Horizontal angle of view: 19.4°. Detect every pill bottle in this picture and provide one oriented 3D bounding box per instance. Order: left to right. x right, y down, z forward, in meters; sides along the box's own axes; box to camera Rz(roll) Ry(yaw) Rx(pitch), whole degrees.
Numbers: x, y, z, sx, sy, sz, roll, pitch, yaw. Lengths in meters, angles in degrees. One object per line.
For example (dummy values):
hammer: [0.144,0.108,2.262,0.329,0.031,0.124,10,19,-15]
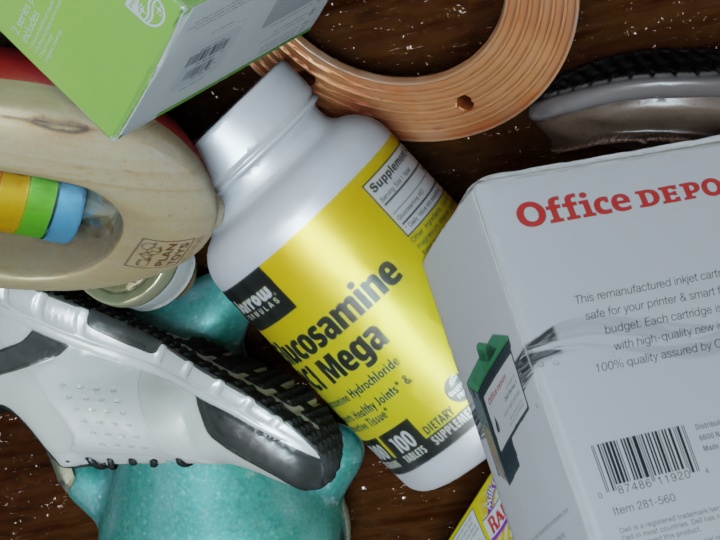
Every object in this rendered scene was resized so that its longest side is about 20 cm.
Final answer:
pill bottle: [0.000,0.000,1.013,0.112,0.112,0.200,-42,96,17]

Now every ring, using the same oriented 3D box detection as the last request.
ring: [0.008,-0.147,0.977,0.200,0.019,0.201,15,134,16]

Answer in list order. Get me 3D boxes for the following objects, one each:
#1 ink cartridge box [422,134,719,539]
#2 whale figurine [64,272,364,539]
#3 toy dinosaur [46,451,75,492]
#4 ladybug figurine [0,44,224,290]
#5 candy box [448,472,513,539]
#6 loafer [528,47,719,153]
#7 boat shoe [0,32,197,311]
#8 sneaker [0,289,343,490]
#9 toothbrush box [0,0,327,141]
ink cartridge box: [0.129,0.054,0.921,0.146,0.084,0.201,-9,68,-21]
whale figurine: [-0.078,0.101,1.060,0.159,0.104,0.201,-5,103,11]
toy dinosaur: [-0.212,0.024,1.082,0.200,0.047,0.088,31,110,10]
ladybug figurine: [-0.155,-0.049,0.929,0.199,0.072,0.136,12,145,-24]
candy box: [0.072,0.168,1.034,0.026,0.102,0.200,4,133,-29]
loafer: [0.179,-0.065,0.986,0.199,0.073,0.071,-2,105,9]
boat shoe: [-0.152,-0.061,1.038,0.075,0.068,0.200,-37,76,8]
sneaker: [-0.100,0.066,1.006,0.200,0.074,0.080,23,96,21]
toothbrush box: [-0.115,-0.173,0.908,0.200,0.146,0.086,44,133,8]
